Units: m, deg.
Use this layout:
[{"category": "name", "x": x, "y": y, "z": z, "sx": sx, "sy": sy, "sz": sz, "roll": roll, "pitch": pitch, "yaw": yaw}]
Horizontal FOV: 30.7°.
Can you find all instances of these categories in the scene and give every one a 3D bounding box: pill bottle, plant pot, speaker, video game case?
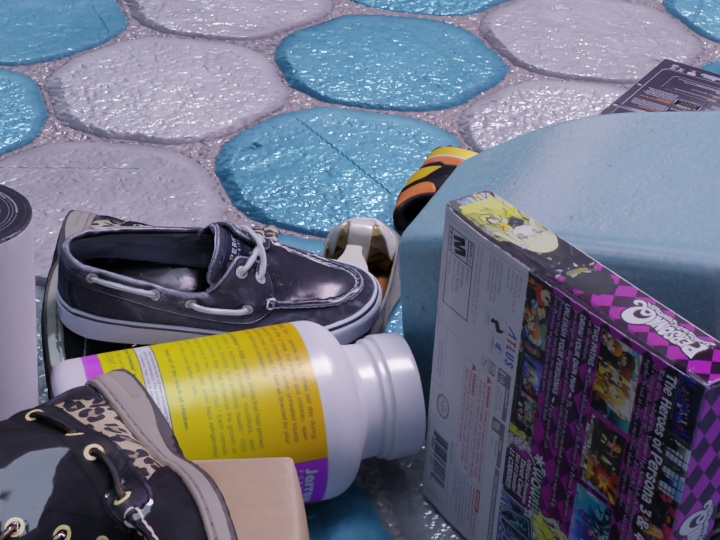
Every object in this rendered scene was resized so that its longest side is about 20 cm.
[{"category": "pill bottle", "x": -0.068, "y": 0.086, "z": 0.741, "sx": 0.200, "sy": 0.104, "sz": 0.104, "roll": -9, "pitch": 35, "yaw": -16}, {"category": "plant pot", "x": 0.134, "y": 0.017, "z": 0.790, "sx": 0.200, "sy": 0.197, "sz": 0.196, "roll": 10, "pitch": 34, "yaw": 23}, {"category": "speaker", "x": -0.210, "y": 0.058, "z": 0.690, "sx": 0.081, "sy": 0.200, "sz": 0.081, "roll": 4, "pitch": 29, "yaw": -2}, {"category": "video game case", "x": 0.102, "y": 0.085, "z": 0.665, "sx": 0.036, "sy": 0.200, "sz": 0.181, "roll": -19, "pitch": 38, "yaw": -29}]

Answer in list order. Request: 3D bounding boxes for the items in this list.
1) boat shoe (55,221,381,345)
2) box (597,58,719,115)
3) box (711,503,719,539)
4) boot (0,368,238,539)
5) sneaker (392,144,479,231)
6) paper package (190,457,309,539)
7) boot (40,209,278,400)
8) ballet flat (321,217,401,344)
[{"category": "boat shoe", "x": -0.081, "y": 0.003, "z": 0.792, "sx": 0.200, "sy": 0.068, "sz": 0.072, "roll": 4, "pitch": 47, "yaw": -10}, {"category": "box", "x": 0.313, "y": -0.106, "z": 1.107, "sx": 0.200, "sy": 0.048, "sz": 0.158, "roll": 21, "pitch": 39, "yaw": 26}, {"category": "box", "x": 0.224, "y": 0.100, "z": 0.647, "sx": 0.082, "sy": 0.200, "sz": 0.068, "roll": 17, "pitch": 36, "yaw": 23}, {"category": "boot", "x": -0.136, "y": 0.115, "z": 0.534, "sx": 0.150, "sy": 0.073, "sz": 0.200, "roll": -11, "pitch": 32, "yaw": -23}, {"category": "sneaker", "x": 0.119, "y": -0.032, "z": 0.972, "sx": 0.200, "sy": 0.070, "sz": 0.090, "roll": 16, "pitch": 41, "yaw": 26}, {"category": "paper package", "x": -0.111, "y": 0.188, "z": 0.585, "sx": 0.190, "sy": 0.104, "sz": 0.200, "roll": -1, "pitch": 33, "yaw": -7}, {"category": "boot", "x": -0.126, "y": 0.027, "z": 0.861, "sx": 0.153, "sy": 0.074, "sz": 0.204, "roll": 1, "pitch": 34, "yaw": -7}, {"category": "ballet flat", "x": 0.000, "y": 0.000, "z": 0.914, "sx": 0.067, "sy": 0.064, "sz": 0.200, "roll": 6, "pitch": 33, "yaw": 6}]
